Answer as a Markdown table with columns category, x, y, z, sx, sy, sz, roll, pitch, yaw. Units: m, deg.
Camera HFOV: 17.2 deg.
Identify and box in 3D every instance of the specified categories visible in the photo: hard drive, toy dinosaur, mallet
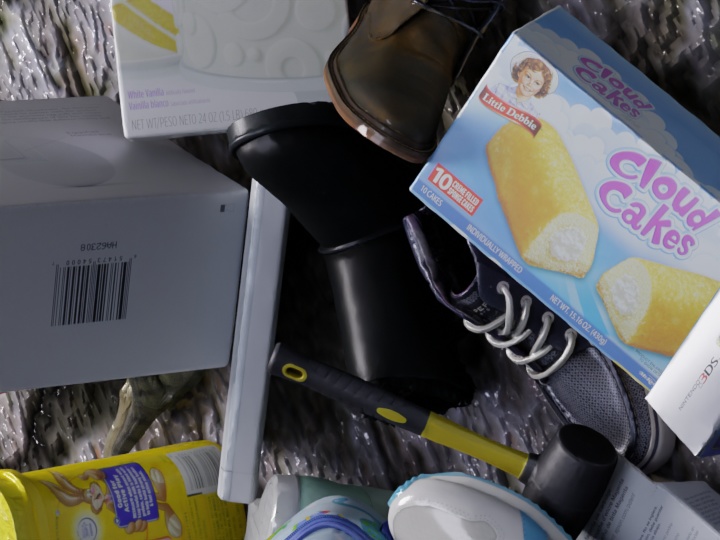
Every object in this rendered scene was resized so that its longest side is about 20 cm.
| category | x | y | z | sx | sy | sz | roll | pitch | yaw |
| --- | --- | --- | --- | --- | --- | --- | --- | --- | --- |
| hard drive | -0.064 | 0.028 | 1.479 | 0.027 | 0.132 | 0.201 | 7 | 103 | -3 |
| toy dinosaur | -0.151 | 0.066 | 1.596 | 0.088 | 0.047 | 0.200 | 39 | 124 | 2 |
| mallet | 0.040 | 0.096 | 1.317 | 0.199 | 0.041 | 0.066 | 18 | 119 | 4 |

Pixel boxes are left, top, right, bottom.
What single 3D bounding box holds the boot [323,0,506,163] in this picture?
| category | x | y | z | sx | sy | sz | roll | pitch | yaw |
| --- | --- | --- | --- | --- | --- | --- | --- | --- | --- |
| boot | 0.034 | -0.136 | 1.338 | 0.097 | 0.075 | 0.200 | -56 | 15 | 22 |

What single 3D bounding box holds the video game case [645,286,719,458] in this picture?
| category | x | y | z | sx | sy | sz | roll | pitch | yaw |
| --- | --- | --- | --- | --- | --- | --- | --- | --- | --- |
| video game case | 0.250 | 0.000 | 1.124 | 0.045 | 0.199 | 0.182 | 48 | 123 | 32 |

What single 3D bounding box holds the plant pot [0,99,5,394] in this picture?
| category | x | y | z | sx | sy | sz | roll | pitch | yaw |
| --- | --- | --- | --- | --- | --- | --- | --- | --- | --- |
| plant pot | -0.293 | -0.032 | 1.643 | 0.179 | 0.199 | 0.201 | 28 | 114 | 54 |

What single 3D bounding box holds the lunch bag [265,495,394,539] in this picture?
| category | x | y | z | sx | sy | sz | roll | pitch | yaw |
| --- | --- | --- | --- | --- | --- | --- | --- | --- | --- |
| lunch bag | 0.000 | 0.238 | 1.346 | 0.161 | 0.082 | 0.200 | -42 | 93 | 8 |

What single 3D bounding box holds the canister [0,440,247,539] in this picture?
| category | x | y | z | sx | sy | sz | roll | pitch | yaw |
| --- | --- | --- | --- | --- | --- | --- | --- | --- | --- |
| canister | -0.166 | 0.192 | 1.528 | 0.086 | 0.199 | 0.149 | -10 | 88 | 43 |

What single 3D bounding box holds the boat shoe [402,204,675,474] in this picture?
| category | x | y | z | sx | sy | sz | roll | pitch | yaw |
| --- | --- | --- | --- | --- | --- | --- | --- | --- | --- |
| boat shoe | 0.096 | 0.033 | 1.342 | 0.075 | 0.093 | 0.200 | -45 | 67 | 36 |

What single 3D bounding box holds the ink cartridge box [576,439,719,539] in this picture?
| category | x | y | z | sx | sy | sz | roll | pitch | yaw |
| --- | --- | --- | --- | --- | --- | --- | --- | --- | --- |
| ink cartridge box | 0.178 | 0.224 | 1.323 | 0.200 | 0.043 | 0.197 | 41 | 123 | 33 |

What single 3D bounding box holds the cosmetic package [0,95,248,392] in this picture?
| category | x | y | z | sx | sy | sz | roll | pitch | yaw |
| --- | --- | --- | --- | --- | --- | --- | --- | --- | --- |
| cosmetic package | -0.207 | -0.020 | 1.468 | 0.200 | 0.199 | 0.124 | 36 | 124 | 51 |

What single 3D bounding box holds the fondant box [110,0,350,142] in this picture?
| category | x | y | z | sx | sy | sz | roll | pitch | yaw |
| --- | --- | --- | --- | --- | --- | --- | --- | --- | --- |
| fondant box | -0.083 | -0.185 | 1.453 | 0.143 | 0.058 | 0.201 | -6 | 90 | -1 |

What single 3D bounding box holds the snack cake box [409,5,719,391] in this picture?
| category | x | y | z | sx | sy | sz | roll | pitch | yaw |
| --- | --- | --- | --- | --- | --- | --- | --- | --- | --- |
| snack cake box | 0.141 | -0.032 | 1.274 | 0.200 | 0.067 | 0.115 | 40 | 122 | 11 |

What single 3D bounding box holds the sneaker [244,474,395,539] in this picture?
| category | x | y | z | sx | sy | sz | roll | pitch | yaw |
| --- | --- | --- | --- | --- | --- | --- | --- | --- | --- |
| sneaker | -0.013 | 0.178 | 1.474 | 0.200 | 0.118 | 0.074 | 125 | 154 | -71 |

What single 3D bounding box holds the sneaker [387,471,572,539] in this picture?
| category | x | y | z | sx | sy | sz | roll | pitch | yaw |
| --- | --- | --- | --- | --- | --- | --- | --- | --- | --- |
| sneaker | 0.087 | 0.192 | 1.284 | 0.200 | 0.081 | 0.077 | 44 | 135 | 7 |

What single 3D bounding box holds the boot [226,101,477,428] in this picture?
| category | x | y | z | sx | sy | sz | roll | pitch | yaw |
| --- | --- | --- | --- | --- | --- | --- | --- | --- | --- |
| boot | -0.001 | 0.000 | 1.364 | 0.073 | 0.198 | 0.163 | -16 | 73 | 22 |
